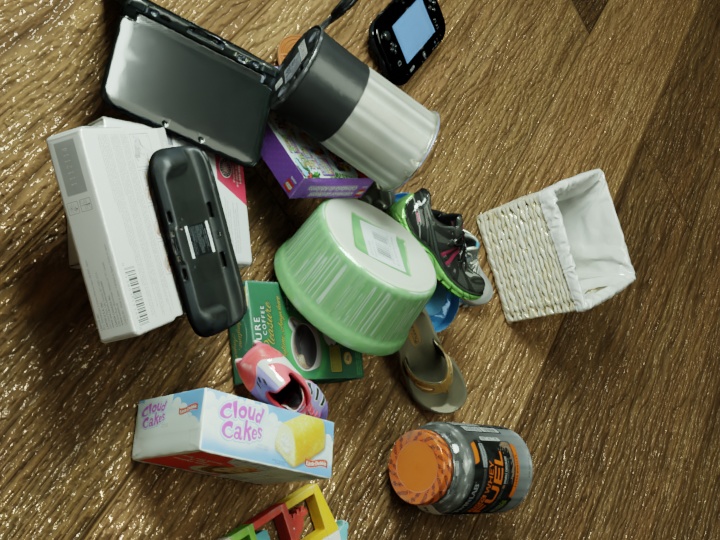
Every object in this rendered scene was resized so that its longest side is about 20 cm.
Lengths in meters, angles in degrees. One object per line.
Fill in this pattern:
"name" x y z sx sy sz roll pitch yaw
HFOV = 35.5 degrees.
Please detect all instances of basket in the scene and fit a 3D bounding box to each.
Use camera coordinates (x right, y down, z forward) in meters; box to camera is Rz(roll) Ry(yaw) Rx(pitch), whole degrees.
"basket" 0.314 -0.039 1.813 0.197 0.160 0.202 -22 96 -50

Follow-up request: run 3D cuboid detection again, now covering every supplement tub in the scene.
"supplement tub" 0.137 0.270 1.535 0.199 0.122 0.124 11 70 -47

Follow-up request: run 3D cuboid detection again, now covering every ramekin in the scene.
"ramekin" 0.000 0.000 1.403 0.199 0.098 0.201 30 27 -17

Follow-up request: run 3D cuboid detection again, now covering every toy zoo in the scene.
"toy zoo" -0.081 0.340 1.333 0.199 0.020 0.133 -22 96 -51

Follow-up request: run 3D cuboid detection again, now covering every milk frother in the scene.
"milk frother" 0.017 -0.237 1.349 0.187 0.200 0.182 32 39 -23

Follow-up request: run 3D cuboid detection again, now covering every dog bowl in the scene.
"dog bowl" 0.068 -0.008 1.582 0.111 0.049 0.202 -28 101 -36

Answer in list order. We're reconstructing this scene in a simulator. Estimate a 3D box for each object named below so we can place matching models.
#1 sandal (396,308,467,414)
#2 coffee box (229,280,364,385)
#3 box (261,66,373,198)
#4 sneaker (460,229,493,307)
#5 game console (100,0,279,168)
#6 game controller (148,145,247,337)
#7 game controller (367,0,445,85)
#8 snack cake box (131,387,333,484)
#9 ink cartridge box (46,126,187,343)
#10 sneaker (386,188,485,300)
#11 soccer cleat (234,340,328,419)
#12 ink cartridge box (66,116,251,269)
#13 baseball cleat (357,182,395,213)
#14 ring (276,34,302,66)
"sandal" 0.095 0.129 1.546 0.080 0.054 0.201 -32 123 -10
"coffee box" -0.080 0.079 1.398 0.199 0.044 0.125 3 76 -50
"box" -0.084 -0.176 1.408 0.136 0.039 0.201 -5 54 -50
"sneaker" 0.150 -0.013 1.670 0.200 0.086 0.076 41 49 -36
"game console" -0.205 -0.224 1.285 0.199 0.176 0.117 23 99 -31
"game controller" -0.171 -0.033 1.188 0.104 0.042 0.202 -21 98 -59
"game controller" 0.074 -0.365 1.711 0.105 0.042 0.200 57 43 -21
"snack cake box" -0.137 0.187 1.241 0.199 0.114 0.068 23 64 -45
"ink cartridge box" -0.229 -0.042 1.132 0.176 0.044 0.202 -24 100 -73
"sneaker" 0.119 -0.032 1.524 0.200 0.084 0.077 47 2 -34
"soccer cleat" -0.079 0.150 1.299 0.067 0.076 0.200 -44 145 -7
"ink cartridge box" -0.224 -0.075 1.242 0.199 0.083 0.147 5 75 -48
"baseball cleat" 0.002 -0.175 1.533 0.106 0.069 0.201 -35 94 -50
"ring" -0.026 -0.247 1.509 0.199 0.019 0.201 30 32 -21
